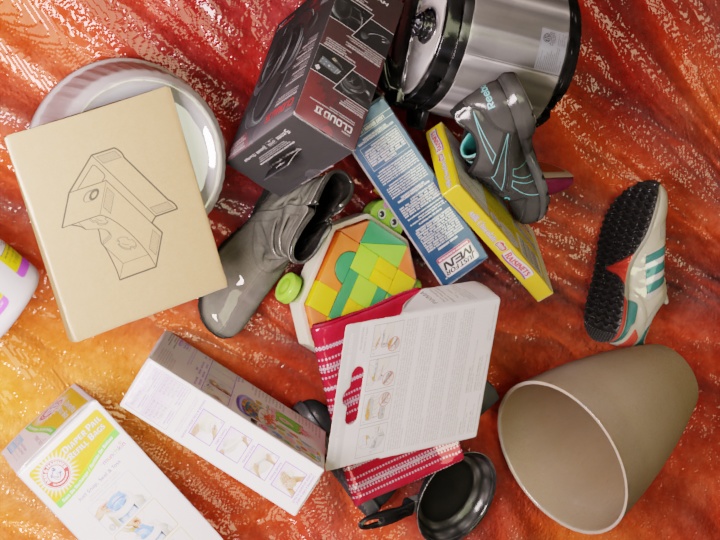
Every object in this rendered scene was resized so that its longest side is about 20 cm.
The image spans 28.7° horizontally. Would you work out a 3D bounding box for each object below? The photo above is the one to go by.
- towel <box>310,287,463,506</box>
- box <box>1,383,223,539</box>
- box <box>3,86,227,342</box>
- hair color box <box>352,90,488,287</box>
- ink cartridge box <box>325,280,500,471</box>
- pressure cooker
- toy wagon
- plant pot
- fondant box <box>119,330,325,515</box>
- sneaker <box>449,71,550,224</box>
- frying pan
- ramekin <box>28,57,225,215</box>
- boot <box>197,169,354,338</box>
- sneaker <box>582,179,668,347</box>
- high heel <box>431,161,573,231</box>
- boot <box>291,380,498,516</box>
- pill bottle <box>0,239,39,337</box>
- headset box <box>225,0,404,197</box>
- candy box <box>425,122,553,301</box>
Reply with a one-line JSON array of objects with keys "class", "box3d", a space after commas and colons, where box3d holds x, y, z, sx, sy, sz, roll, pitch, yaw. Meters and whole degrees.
[{"class": "towel", "box3d": [0.031, 0.131, 1.489, 0.143, 0.022, 0.202, -18, 99, -26]}, {"class": "box", "box3d": [-0.245, 0.222, 1.387, 0.101, 0.112, 0.201, -43, 109, -14]}, {"class": "box", "box3d": [-0.227, -0.053, 1.321, 0.162, 0.021, 0.202, -21, 103, -22]}, {"class": "hair color box", "box3d": [0.050, -0.087, 1.464, 0.060, 0.100, 0.201, -33, 103, 3]}, {"class": "ink cartridge box", "box3d": [0.045, 0.103, 1.415, 0.198, 0.057, 0.164, -6, 115, -32]}, {"class": "pressure cooker", "box3d": [0.110, -0.247, 1.473, 0.198, 0.179, 0.178, 9, 57, -22]}, {"class": "toy wagon", "box3d": [0.000, 0.000, 1.510, 0.155, 0.039, 0.202, 32, 75, -32]}, {"class": "plant pot", "box3d": [0.291, 0.169, 1.609, 0.199, 0.186, 0.189, -28, 105, -34]}, {"class": "fondant box", "box3d": [-0.130, 0.146, 1.385, 0.199, 0.144, 0.059, 32, 97, -5]}, {"class": "sneaker", "box3d": [0.142, -0.118, 1.442, 0.079, 0.076, 0.201, -22, 137, -1]}, {"class": "frying pan", "box3d": [0.075, 0.270, 1.566, 0.189, 0.031, 0.116, -28, 125, -24]}, {"class": "ramekin", "box3d": [-0.223, -0.109, 1.382, 0.200, 0.094, 0.205, -2, 95, -25]}, {"class": "boot", "box3d": [-0.089, -0.020, 1.430, 0.067, 0.130, 0.201, 33, 81, -23]}, {"class": "sneaker", "box3d": [0.329, -0.004, 1.668, 0.093, 0.070, 0.202, 20, 83, -42]}, {"class": "high heel", "box3d": [0.149, -0.072, 1.584, 0.198, 0.067, 0.097, -3, 114, -23]}, {"class": "boot", "box3d": [0.039, 0.146, 1.535, 0.200, 0.066, 0.166, -40, 120, -12]}, {"class": "pill bottle", "box3d": [-0.403, -0.019, 1.301, 0.200, 0.104, 0.105, 42, 77, -21]}, {"class": "headset box", "box3d": [-0.049, -0.176, 1.394, 0.077, 0.148, 0.202, 30, 62, -21]}, {"class": "candy box", "box3d": [0.137, -0.059, 1.481, 0.026, 0.103, 0.200, -32, 130, 17]}]
